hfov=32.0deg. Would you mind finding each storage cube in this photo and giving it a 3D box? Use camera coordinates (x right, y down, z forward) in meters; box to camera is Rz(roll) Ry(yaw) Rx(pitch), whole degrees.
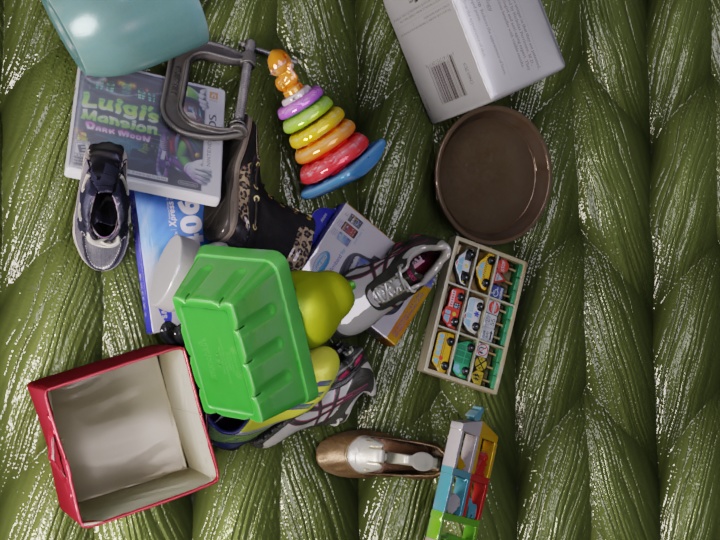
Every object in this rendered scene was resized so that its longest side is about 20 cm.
[{"bbox_3d":[-0.294,0.197,1.546,0.198,0.179,0.173,-17,94,-22],"label":"storage cube"}]

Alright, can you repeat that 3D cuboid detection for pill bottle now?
[{"bbox_3d":[-0.159,0.033,1.602,0.198,0.116,0.118,21,79,-24],"label":"pill bottle"}]

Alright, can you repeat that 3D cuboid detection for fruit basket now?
[{"bbox_3d":[-0.107,0.058,1.509,0.215,0.154,0.219,-12,104,-57],"label":"fruit basket"}]

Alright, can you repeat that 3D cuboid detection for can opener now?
[{"bbox_3d":[-0.188,0.127,1.621,0.201,0.063,0.079,57,45,-44],"label":"can opener"}]

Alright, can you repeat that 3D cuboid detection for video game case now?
[{"bbox_3d":[-0.273,-0.180,1.620,0.197,0.023,0.184,11,55,-18],"label":"video game case"}]

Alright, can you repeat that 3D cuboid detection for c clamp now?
[{"bbox_3d":[-0.178,-0.243,1.668,0.169,0.027,0.202,18,53,-10],"label":"c clamp"}]

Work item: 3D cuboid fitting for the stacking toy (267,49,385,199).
[{"bbox_3d":[-0.069,-0.206,1.688,0.201,0.109,0.116,58,44,-14],"label":"stacking toy"}]

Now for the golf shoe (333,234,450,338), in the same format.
[{"bbox_3d":[0.035,0.016,1.694,0.199,0.088,0.078,-39,101,-18],"label":"golf shoe"}]

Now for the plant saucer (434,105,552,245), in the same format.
[{"bbox_3d":[0.191,-0.139,1.835,0.197,0.029,0.203,-2,95,-25],"label":"plant saucer"}]

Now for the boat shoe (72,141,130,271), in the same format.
[{"bbox_3d":[-0.320,-0.053,1.543,0.073,0.202,0.093,1,44,-9],"label":"boat shoe"}]

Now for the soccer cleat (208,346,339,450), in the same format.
[{"bbox_3d":[-0.112,0.159,1.613,0.199,0.084,0.065,-33,59,-9],"label":"soccer cleat"}]

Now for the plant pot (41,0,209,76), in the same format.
[{"bbox_3d":[-0.307,-0.338,1.578,0.160,0.200,0.202,-31,98,-11],"label":"plant pot"}]

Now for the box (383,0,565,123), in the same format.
[{"bbox_3d":[0.155,-0.333,1.753,0.130,0.198,0.202,-25,96,-21],"label":"box"}]

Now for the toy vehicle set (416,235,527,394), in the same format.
[{"bbox_3d":[0.163,0.066,1.821,0.123,0.026,0.203,18,80,-20],"label":"toy vehicle set"}]

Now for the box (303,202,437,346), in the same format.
[{"bbox_3d":[0.000,0.000,1.754,0.199,0.041,0.120,39,74,-17],"label":"box"}]

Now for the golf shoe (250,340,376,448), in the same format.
[{"bbox_3d":[-0.061,0.186,1.700,0.199,0.077,0.089,-38,115,-14],"label":"golf shoe"}]

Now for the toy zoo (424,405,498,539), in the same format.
[{"bbox_3d":[0.147,0.290,1.762,0.131,0.020,0.203,29,72,-58],"label":"toy zoo"}]

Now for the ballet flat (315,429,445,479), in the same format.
[{"bbox_3d":[0.040,0.258,1.734,0.197,0.072,0.069,11,81,-21],"label":"ballet flat"}]

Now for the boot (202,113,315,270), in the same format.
[{"bbox_3d":[-0.132,-0.097,1.687,0.150,0.073,0.202,32,46,-34],"label":"boot"}]

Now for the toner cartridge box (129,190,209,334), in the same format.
[{"bbox_3d":[-0.246,-0.023,1.655,0.094,0.043,0.203,-8,90,-21],"label":"toner cartridge box"}]
